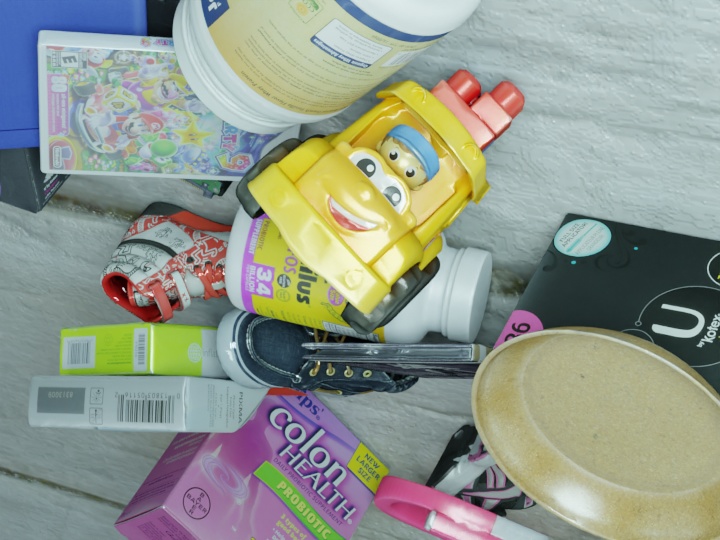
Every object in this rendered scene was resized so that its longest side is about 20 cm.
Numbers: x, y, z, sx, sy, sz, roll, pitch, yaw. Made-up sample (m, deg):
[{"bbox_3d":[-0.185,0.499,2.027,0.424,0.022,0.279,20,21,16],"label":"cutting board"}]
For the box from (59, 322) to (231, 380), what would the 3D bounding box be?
[{"bbox_3d":[-0.153,0.075,1.336,0.121,0.048,0.199,-5,172,39],"label":"box"}]

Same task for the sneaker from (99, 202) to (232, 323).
[{"bbox_3d":[-0.127,0.008,1.297,0.199,0.108,0.068,13,137,24],"label":"sneaker"}]

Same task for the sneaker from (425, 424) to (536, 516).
[{"bbox_3d":[0.136,0.161,1.308,0.086,0.081,0.200,32,154,-6],"label":"sneaker"}]

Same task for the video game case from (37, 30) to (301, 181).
[{"bbox_3d":[-0.143,-0.121,1.145,0.197,0.018,0.144,2,143,-10],"label":"video game case"}]

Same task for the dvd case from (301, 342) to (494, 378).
[{"bbox_3d":[0.067,0.072,1.192,0.147,0.016,0.199,-1,172,31],"label":"dvd case"}]

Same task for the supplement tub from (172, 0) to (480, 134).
[{"bbox_3d":[-0.024,-0.185,0.992,0.144,0.145,0.199,44,140,-14],"label":"supplement tub"}]

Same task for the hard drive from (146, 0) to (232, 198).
[{"bbox_3d":[-0.148,-0.157,1.196,0.139,0.038,0.201,29,141,7],"label":"hard drive"}]

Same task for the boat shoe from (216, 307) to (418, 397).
[{"bbox_3d":[-0.031,0.066,1.269,0.090,0.072,0.199,-7,167,32],"label":"boat shoe"}]

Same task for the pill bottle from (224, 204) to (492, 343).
[{"bbox_3d":[0.000,0.000,1.193,0.198,0.105,0.105,12,138,13],"label":"pill bottle"}]

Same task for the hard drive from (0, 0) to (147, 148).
[{"bbox_3d":[-0.224,-0.178,1.121,0.130,0.026,0.201,-5,136,-10],"label":"hard drive"}]

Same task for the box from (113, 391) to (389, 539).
[{"bbox_3d":[-0.097,0.213,1.417,0.176,0.201,0.096,46,140,-15],"label":"box"}]

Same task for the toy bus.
[{"bbox_3d":[0.030,-0.066,1.031,0.192,0.200,0.136,-42,87,7],"label":"toy bus"}]

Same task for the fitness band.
[{"bbox_3d":[0.106,0.241,1.379,0.198,0.038,0.144,24,168,0],"label":"fitness band"}]

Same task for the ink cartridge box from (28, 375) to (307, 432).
[{"bbox_3d":[-0.160,0.118,1.290,0.158,0.048,0.199,-2,170,27],"label":"ink cartridge box"}]

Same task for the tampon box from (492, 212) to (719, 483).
[{"bbox_3d":[0.217,0.066,1.077,0.198,0.150,0.127,11,136,26],"label":"tampon box"}]

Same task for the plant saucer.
[{"bbox_3d":[0.170,0.104,1.000,0.198,0.036,0.202,20,138,19],"label":"plant saucer"}]

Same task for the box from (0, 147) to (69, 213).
[{"bbox_3d":[-0.301,-0.167,1.239,0.121,0.106,0.201,18,139,16],"label":"box"}]
